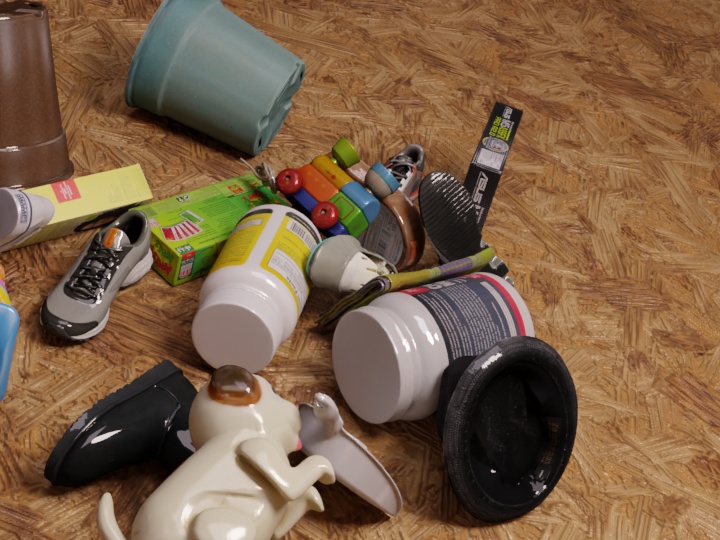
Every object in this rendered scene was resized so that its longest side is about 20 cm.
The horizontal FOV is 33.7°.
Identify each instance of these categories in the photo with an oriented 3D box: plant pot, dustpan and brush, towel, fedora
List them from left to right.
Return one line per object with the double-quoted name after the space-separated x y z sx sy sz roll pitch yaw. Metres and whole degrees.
-0.438 -0.211 1.399 0.198 0.200 0.201 4 20 -1 "plant pot"
-0.194 -0.270 1.658 0.195 0.201 0.201 29 35 4 "plant pot"
-0.024 0.161 1.134 0.139 0.057 0.200 36 -6 24 "dustpan and brush"
0.054 0.022 1.403 0.199 0.143 0.023 -14 75 -41 "towel"
0.135 0.156 1.234 0.199 0.203 0.091 -10 17 -35 "fedora"

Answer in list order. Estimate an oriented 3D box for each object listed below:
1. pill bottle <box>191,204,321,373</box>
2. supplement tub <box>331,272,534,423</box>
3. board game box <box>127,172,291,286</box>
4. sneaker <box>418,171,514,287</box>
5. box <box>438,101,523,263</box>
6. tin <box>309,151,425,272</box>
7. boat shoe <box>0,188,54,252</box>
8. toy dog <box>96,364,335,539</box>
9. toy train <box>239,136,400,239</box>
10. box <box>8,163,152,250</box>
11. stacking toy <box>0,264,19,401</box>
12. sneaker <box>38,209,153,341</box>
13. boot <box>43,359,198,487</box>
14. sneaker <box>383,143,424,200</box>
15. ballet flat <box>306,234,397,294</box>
-0.117 0.020 1.345 0.113 0.115 0.201 19 34 2 "pill bottle"
0.082 0.086 1.321 0.199 0.141 0.140 -12 44 -36 "supplement tub"
-0.182 -0.055 1.477 0.101 0.048 0.199 39 40 27 "board game box"
0.116 -0.042 1.504 0.074 0.201 0.088 -35 27 -10 "sneaker"
0.165 -0.117 1.621 0.044 0.161 0.200 19 34 5 "box"
0.001 -0.075 1.530 0.042 0.113 0.200 -20 48 -43 "tin"
-0.410 -0.039 1.276 0.198 0.074 0.065 -10 -3 32 "boat shoe"
-0.117 0.188 1.053 0.192 0.140 0.202 9 57 9 "toy dog"
-0.051 -0.122 1.473 0.116 0.085 0.200 -42 61 -8 "toy train"
-0.347 -0.072 1.395 0.199 0.075 0.051 -18 82 -40 "box"
-0.397 0.038 1.222 0.109 0.117 0.200 13 23 -11 "stacking toy"
-0.293 0.002 1.320 0.073 0.080 0.201 22 40 5 "sneaker"
-0.180 0.181 1.141 0.162 0.074 0.198 36 40 14 "boot"
0.040 -0.118 1.634 0.076 0.082 0.200 21 34 5 "sneaker"
0.000 0.000 1.404 0.063 0.068 0.200 23 3 19 "ballet flat"
